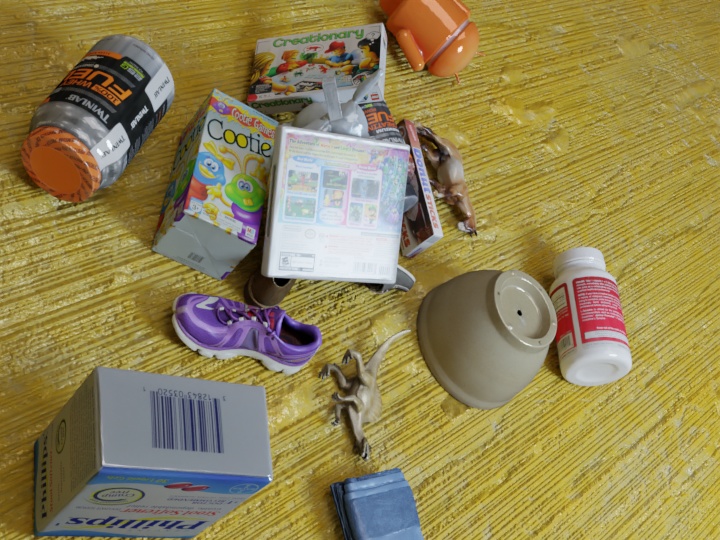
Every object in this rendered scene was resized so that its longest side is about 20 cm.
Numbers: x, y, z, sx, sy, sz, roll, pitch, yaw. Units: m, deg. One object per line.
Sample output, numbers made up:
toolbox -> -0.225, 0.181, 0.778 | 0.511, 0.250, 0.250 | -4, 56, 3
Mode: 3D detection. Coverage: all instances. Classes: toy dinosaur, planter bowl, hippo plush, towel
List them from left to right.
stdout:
hippo plush -> -0.063, -0.170, 1.341 | 0.156, 0.160, 0.204 | -13, 111, -22
toy dinosaur -> 0.000, 0.149, 1.298 | 0.101, 0.058, 0.203 | 39, 53, -32
towel -> 0.035, 0.346, 1.196 | 0.110, 0.048, 0.203 | -1, 64, -38
planter bowl -> 0.199, 0.081, 1.426 | 0.197, 0.134, 0.204 | 20, 53, -28

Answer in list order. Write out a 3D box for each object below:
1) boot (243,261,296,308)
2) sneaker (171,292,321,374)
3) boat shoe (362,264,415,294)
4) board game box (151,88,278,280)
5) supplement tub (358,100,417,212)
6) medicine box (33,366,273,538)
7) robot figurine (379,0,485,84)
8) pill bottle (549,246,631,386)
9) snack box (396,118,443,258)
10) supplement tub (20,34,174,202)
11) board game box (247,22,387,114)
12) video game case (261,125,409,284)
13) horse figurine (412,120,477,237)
boot -> -0.087, -0.033, 1.316 | 0.073, 0.075, 0.202 | 34, 47, -13
sneaker -> -0.136, 0.063, 1.212 | 0.197, 0.083, 0.082 | 16, 54, -29
boat shoe -> 0.000, 0.000, 1.362 | 0.199, 0.066, 0.058 | 31, 73, -43
board game box -> -0.184, -0.111, 1.267 | 0.104, 0.103, 0.203 | 24, 51, -24
supplement tub -> 0.014, -0.179, 1.461 | 0.106, 0.107, 0.203 | -13, 72, -41
medicine box -> -0.213, 0.191, 0.991 | 0.179, 0.200, 0.105 | 11, 55, -32
robot figurine -> 0.122, -0.414, 1.685 | 0.200, 0.117, 0.144 | 44, 25, -5
pill bottle -> 0.362, 0.071, 1.573 | 0.111, 0.112, 0.204 | 16, 55, -29
snack box -> 0.073, -0.125, 1.497 | 0.024, 0.072, 0.204 | 9, 59, -39
supplement tub -> -0.318, -0.184, 1.195 | 0.122, 0.122, 0.202 | 36, 47, -14
board game box -> -0.061, -0.292, 1.433 | 0.035, 0.196, 0.128 | 68, 21, -53
video game case -> -0.029, -0.080, 1.258 | 0.197, 0.024, 0.186 | 3, 95, -34
horse figurine -> 0.129, -0.161, 1.574 | 0.131, 0.050, 0.203 | 17, 47, -44
